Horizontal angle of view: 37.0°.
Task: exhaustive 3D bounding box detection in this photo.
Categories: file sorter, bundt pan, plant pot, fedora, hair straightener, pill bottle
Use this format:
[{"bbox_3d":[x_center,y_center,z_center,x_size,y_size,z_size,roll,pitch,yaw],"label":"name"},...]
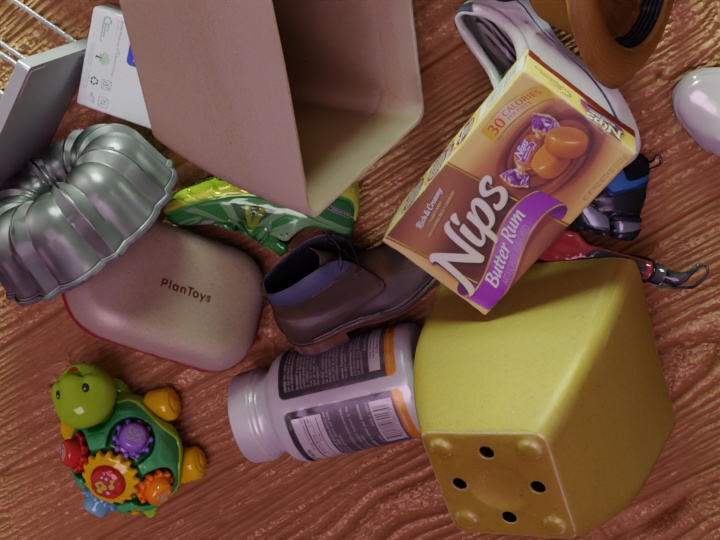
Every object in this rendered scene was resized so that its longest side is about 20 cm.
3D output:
[{"bbox_3d":[-0.372,-0.154,1.033,0.124,0.139,0.200,33,113,0],"label":"file sorter"},{"bbox_3d":[-0.274,-0.064,1.007,0.201,0.202,0.076,-25,123,18],"label":"bundt pan"},{"bbox_3d":[-0.078,-0.186,0.885,0.176,0.200,0.201,10,126,28],"label":"plant pot"},{"bbox_3d":[0.153,0.129,0.969,0.193,0.200,0.196,-4,121,31],"label":"plant pot"},{"bbox_3d":[0.192,-0.248,0.881,0.082,0.200,0.202,16,116,35],"label":"fedora"},{"bbox_3d":[0.225,-0.016,1.011,0.199,0.077,0.041,11,89,21],"label":"hair straightener"},{"bbox_3d":[-0.025,0.128,1.087,0.199,0.116,0.117,-14,108,16],"label":"pill bottle"}]

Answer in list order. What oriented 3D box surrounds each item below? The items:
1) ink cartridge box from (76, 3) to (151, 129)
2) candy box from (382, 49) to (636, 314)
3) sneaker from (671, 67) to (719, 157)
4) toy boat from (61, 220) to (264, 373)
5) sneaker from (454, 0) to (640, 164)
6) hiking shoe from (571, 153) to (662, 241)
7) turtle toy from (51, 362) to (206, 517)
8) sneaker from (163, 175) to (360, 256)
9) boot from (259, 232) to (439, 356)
[{"bbox_3d":[-0.168,-0.178,1.038,0.199,0.039,0.100,21,113,4],"label":"ink cartridge box"},{"bbox_3d":[0.122,-0.070,0.911,0.116,0.057,0.200,36,120,-8],"label":"candy box"},{"bbox_3d":[0.361,-0.103,0.939,0.200,0.089,0.075,36,114,-4],"label":"sneaker"},{"bbox_3d":[-0.203,0.027,1.086,0.199,0.131,0.131,21,160,-22],"label":"toy boat"},{"bbox_3d":[0.154,-0.158,0.927,0.200,0.071,0.073,49,148,9],"label":"sneaker"},{"bbox_3d":[0.170,-0.091,0.990,0.199,0.074,0.087,14,96,-11],"label":"hiking shoe"},{"bbox_3d":[-0.265,0.185,1.161,0.145,0.101,0.201,-16,107,16],"label":"turtle toy"},{"bbox_3d":[-0.099,-0.053,1.053,0.199,0.074,0.084,-1,107,11],"label":"sneaker"},{"bbox_3d":[0.000,0.000,1.025,0.200,0.075,0.097,-35,137,4],"label":"boot"}]
